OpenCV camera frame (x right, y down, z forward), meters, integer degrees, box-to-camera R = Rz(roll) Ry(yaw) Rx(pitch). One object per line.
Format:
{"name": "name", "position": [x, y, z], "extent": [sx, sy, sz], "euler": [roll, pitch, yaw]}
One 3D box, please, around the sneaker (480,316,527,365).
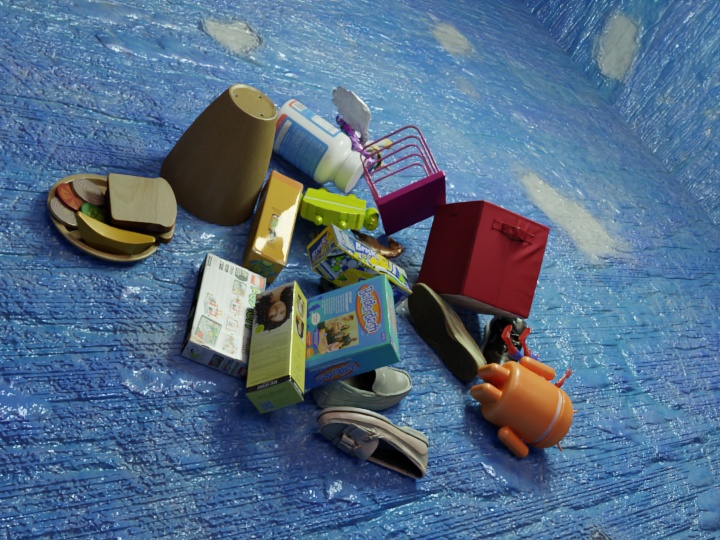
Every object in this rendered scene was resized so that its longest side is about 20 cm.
{"name": "sneaker", "position": [0.283, 0.135, 1.607], "extent": [0.075, 0.088, 0.202], "euler": [29, 35, -12]}

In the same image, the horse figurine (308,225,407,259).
{"name": "horse figurine", "position": [-0.014, -0.049, 1.587], "extent": [0.132, 0.050, 0.199], "euler": [43, 31, 19]}

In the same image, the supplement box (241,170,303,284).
{"name": "supplement box", "position": [-0.154, -0.078, 1.447], "extent": [0.066, 0.069, 0.203], "euler": [25, 44, -17]}

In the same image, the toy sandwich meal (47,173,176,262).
{"name": "toy sandwich meal", "position": [-0.378, -0.095, 1.279], "extent": [0.202, 0.071, 0.207], "euler": [25, 36, -19]}

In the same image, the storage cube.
{"name": "storage cube", "position": [0.233, -0.020, 1.602], "extent": [0.168, 0.184, 0.199], "euler": [18, -6, -26]}

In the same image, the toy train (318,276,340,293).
{"name": "toy train", "position": [-0.021, 0.085, 1.433], "extent": [0.045, 0.034, 0.202], "euler": [6, 46, -43]}

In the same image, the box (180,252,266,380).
{"name": "box", "position": [-0.207, 0.067, 1.279], "extent": [0.108, 0.035, 0.202], "euler": [25, 36, -19]}

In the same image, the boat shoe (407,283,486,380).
{"name": "boat shoe", "position": [0.162, 0.110, 1.543], "extent": [0.202, 0.073, 0.063], "euler": [52, 29, 15]}

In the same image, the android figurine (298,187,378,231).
{"name": "android figurine", "position": [-0.051, -0.115, 1.573], "extent": [0.178, 0.042, 0.201], "euler": [12, 18, -4]}

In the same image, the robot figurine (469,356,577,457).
{"name": "robot figurine", "position": [0.292, 0.241, 1.469], "extent": [0.197, 0.117, 0.145], "euler": [30, 31, -10]}

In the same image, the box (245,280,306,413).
{"name": "box", "position": [-0.122, 0.109, 1.225], "extent": [0.202, 0.074, 0.051], "euler": [-94, 160, -47]}

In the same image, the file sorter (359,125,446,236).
{"name": "file sorter", "position": [0.083, -0.178, 1.639], "extent": [0.200, 0.137, 0.128], "euler": [66, 0, -74]}

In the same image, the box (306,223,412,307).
{"name": "box", "position": [0.000, 0.000, 1.480], "extent": [0.198, 0.070, 0.065], "euler": [32, 27, -36]}

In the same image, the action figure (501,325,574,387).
{"name": "action figure", "position": [0.338, 0.172, 1.564], "extent": [0.099, 0.064, 0.202], "euler": [-46, 124, -32]}

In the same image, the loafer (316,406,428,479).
{"name": "loafer", "position": [0.024, 0.259, 1.240], "extent": [0.197, 0.072, 0.064], "euler": [22, 43, -27]}

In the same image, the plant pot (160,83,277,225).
{"name": "plant pot", "position": [-0.229, -0.216, 1.449], "extent": [0.183, 0.201, 0.188], "euler": [23, 37, -19]}

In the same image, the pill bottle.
{"name": "pill bottle", "position": [-0.088, -0.247, 1.682], "extent": [0.198, 0.113, 0.112], "euler": [36, 33, 7]}

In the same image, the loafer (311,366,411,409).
{"name": "loafer", "position": [0.012, 0.180, 1.318], "extent": [0.197, 0.070, 0.071], "euler": [0, 50, -43]}

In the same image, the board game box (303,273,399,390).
{"name": "board game box", "position": [-0.042, 0.098, 1.267], "extent": [0.154, 0.196, 0.045], "euler": [-93, 161, -48]}

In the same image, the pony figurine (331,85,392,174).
{"name": "pony figurine", "position": [-0.012, -0.286, 1.797], "extent": [0.191, 0.168, 0.200], "euler": [34, 16, -7]}
